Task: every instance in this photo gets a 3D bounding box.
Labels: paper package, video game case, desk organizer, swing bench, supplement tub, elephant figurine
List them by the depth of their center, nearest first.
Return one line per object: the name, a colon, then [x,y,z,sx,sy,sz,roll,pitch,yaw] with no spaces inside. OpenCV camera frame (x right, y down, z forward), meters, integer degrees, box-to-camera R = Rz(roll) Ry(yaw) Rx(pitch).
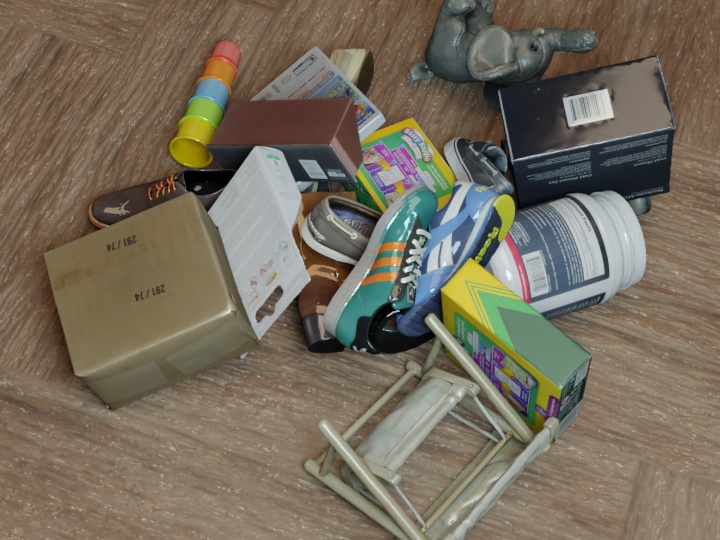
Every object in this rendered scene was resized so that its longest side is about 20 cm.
swing bench: [0.079,0.198,1.409,0.200,0.130,0.199,41,61,14]
paper package: [-0.242,0.033,1.470,0.198,0.104,0.192,-24,59,1]
supplement tub: [0.233,-0.014,1.557,0.198,0.141,0.141,-16,59,-16]
desk organizer: [-0.087,-0.163,1.579,0.198,0.072,0.077,4,57,35]
video game case: [-0.068,-0.202,1.660,0.143,0.018,0.200,-39,45,0]
elephant figurine: [0.194,-0.294,1.742,0.141,0.156,0.200,-18,47,-43]

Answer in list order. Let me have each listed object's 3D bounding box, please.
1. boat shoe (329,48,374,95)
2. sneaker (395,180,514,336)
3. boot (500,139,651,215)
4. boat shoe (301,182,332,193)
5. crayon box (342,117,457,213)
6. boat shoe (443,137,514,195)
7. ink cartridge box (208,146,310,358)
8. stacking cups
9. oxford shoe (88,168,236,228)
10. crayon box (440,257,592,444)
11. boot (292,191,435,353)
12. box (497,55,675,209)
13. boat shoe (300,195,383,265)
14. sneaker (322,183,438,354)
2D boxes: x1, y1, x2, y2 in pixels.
boat shoe: [-0.040,-0.227,1.722,0.064,0.072,0.201,11,55,16]
sneaker: [0.097,-0.015,1.472,0.082,0.074,0.201,36,92,30]
boot: [0.284,-0.122,1.694,0.130,0.068,0.200,-31,62,-12]
boat shoe: [-0.053,-0.059,1.616,0.062,0.073,0.202,19,51,-25]
crayon box: [0.065,-0.096,1.645,0.118,0.058,0.201,-22,61,-20]
boat shoe: [0.158,-0.134,1.628,0.072,0.068,0.200,44,15,-19]
ink cartridge box: [-0.118,-0.021,1.516,0.050,0.161,0.201,4,50,-41]
stacking cups: [-0.205,-0.233,1.710,0.060,0.061,0.201,11,55,2]
oxford shoe: [-0.247,-0.098,1.607,0.198,0.073,0.072,-10,58,-12]
crayon box: [0.173,0.095,1.438,0.172,0.200,0.058,41,75,20]
boot: [0.000,0.000,1.542,0.186,0.069,0.202,-3,64,-18]
box: [0.281,-0.160,1.579,0.198,0.182,0.105,-11,66,7]
boat shoe: [0.030,-0.033,1.500,0.198,0.060,0.072,21,48,-17]
sneaker: [0.041,0.003,1.425,0.080,0.071,0.201,33,94,27]
